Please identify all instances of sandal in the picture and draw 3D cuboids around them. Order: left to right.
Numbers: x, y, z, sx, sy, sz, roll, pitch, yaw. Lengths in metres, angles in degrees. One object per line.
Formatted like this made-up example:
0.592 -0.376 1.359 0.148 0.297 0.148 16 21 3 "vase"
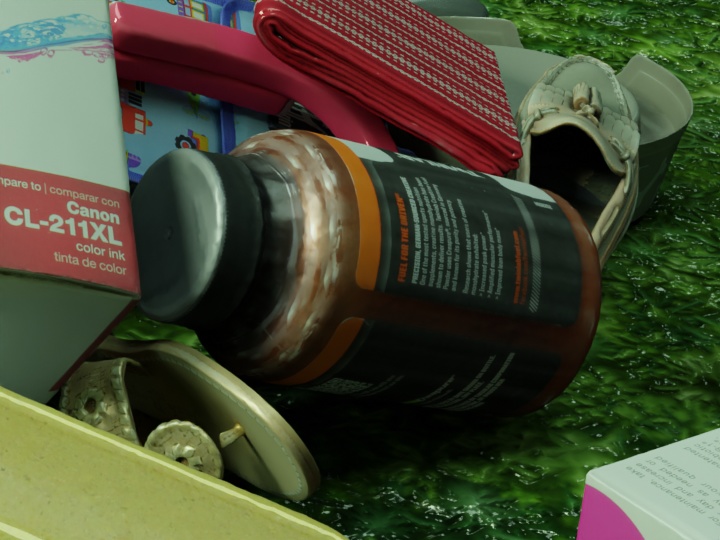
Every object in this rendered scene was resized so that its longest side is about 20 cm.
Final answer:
-0.099 0.065 0.997 0.070 0.078 0.212 -40 36 -17 "sandal"

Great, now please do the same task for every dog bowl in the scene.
0.079 -0.079 1.339 0.200 0.059 0.200 6 24 -3 "dog bowl"

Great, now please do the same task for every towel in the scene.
0.011 -0.110 1.211 0.144 0.023 0.200 30 16 -10 "towel"

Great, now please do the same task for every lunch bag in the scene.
-0.068 -0.060 1.205 0.200 0.094 0.151 10 45 -19 "lunch bag"

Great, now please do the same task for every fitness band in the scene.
-0.069 -0.047 1.114 0.200 0.037 0.144 12 54 -28 "fitness band"

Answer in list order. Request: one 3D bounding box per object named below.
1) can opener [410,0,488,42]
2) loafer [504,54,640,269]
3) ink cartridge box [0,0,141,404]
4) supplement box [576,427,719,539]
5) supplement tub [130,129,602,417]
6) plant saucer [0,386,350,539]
-0.026 -0.141 1.435 0.199 0.067 0.053 4 24 -8 "can opener"
0.102 -0.040 1.179 0.072 0.063 0.200 18 48 0 "loafer"
-0.162 -0.048 0.987 0.083 0.146 0.200 10 56 -29 "ink cartridge box"
0.180 0.114 0.897 0.200 0.101 0.103 -13 31 -38 "supplement box"
0.000 0.000 1.029 0.200 0.107 0.107 12 17 -39 "supplement tub"
-0.122 0.127 0.792 0.200 0.049 0.200 22 37 6 "plant saucer"
